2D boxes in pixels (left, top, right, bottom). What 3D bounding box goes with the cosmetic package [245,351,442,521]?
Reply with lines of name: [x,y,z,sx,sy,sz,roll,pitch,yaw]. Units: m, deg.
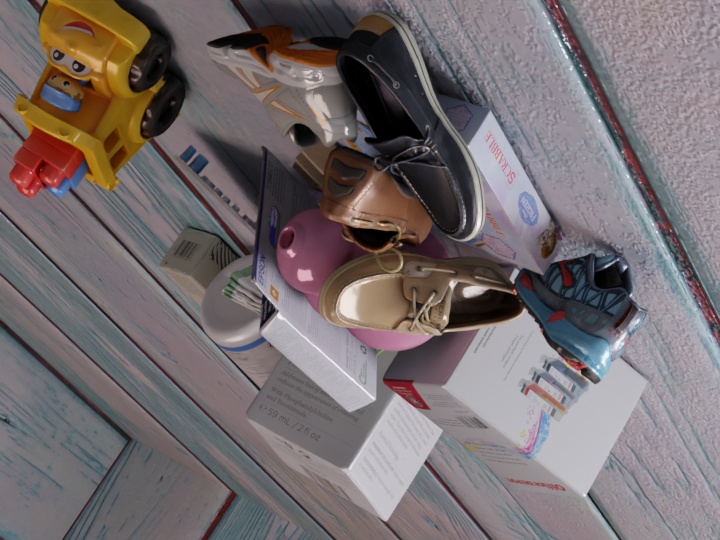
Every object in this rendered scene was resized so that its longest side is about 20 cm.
cosmetic package: [-0.002,0.160,2.048,0.166,0.201,0.167,24,162,30]

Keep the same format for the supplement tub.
supplement tub: [-0.104,0.084,2.156,0.131,0.133,0.200,18,159,42]

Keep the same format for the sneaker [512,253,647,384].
sneaker: [0.203,0.026,1.483,0.079,0.096,0.200,41,-171,-22]

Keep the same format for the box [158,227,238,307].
box: [-0.175,0.031,2.256,0.082,0.069,0.200,17,157,46]

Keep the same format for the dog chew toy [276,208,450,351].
dog chew toy: [0.000,0.000,1.586,0.199,0.126,0.124,25,174,-42]

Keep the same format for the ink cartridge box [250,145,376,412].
ink cartridge box: [-0.054,0.008,1.655,0.040,0.201,0.200,-26,127,25]

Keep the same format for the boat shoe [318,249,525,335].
boat shoe: [0.059,0.023,1.521,0.198,0.072,0.064,-5,-156,-26]

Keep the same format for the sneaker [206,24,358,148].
sneaker: [-0.068,-0.152,1.422,0.199,0.075,0.093,25,129,56]

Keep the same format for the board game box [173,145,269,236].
board game box: [-0.101,-0.039,1.863,0.200,0.026,0.200,42,178,40]

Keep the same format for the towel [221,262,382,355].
towel: [-0.044,0.034,1.941,0.198,0.149,0.031,26,119,19]

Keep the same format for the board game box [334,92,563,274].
board game box: [0.062,-0.092,1.480,0.198,0.041,0.200,23,161,36]

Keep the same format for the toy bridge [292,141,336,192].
toy bridge: [-0.031,-0.092,1.596,0.067,0.027,0.200,46,176,-3]

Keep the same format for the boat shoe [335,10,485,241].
boat shoe: [0.037,-0.107,1.338,0.074,0.062,0.202,-2,120,49]

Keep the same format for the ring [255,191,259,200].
ring: [-0.043,-0.017,1.854,0.201,0.019,0.200,47,-178,-2]

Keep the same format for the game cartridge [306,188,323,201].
game cartridge: [0.029,-0.011,1.803,0.129,0.039,0.200,13,153,43]

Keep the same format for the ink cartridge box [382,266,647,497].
ink cartridge box: [0.157,0.114,1.701,0.200,0.145,0.145,40,162,-19]

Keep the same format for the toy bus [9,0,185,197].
toy bus: [-0.287,-0.166,1.690,0.135,0.193,0.200,31,162,14]

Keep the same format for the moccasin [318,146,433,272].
moccasin: [0.013,-0.046,1.450,0.073,0.079,0.201,23,178,14]
